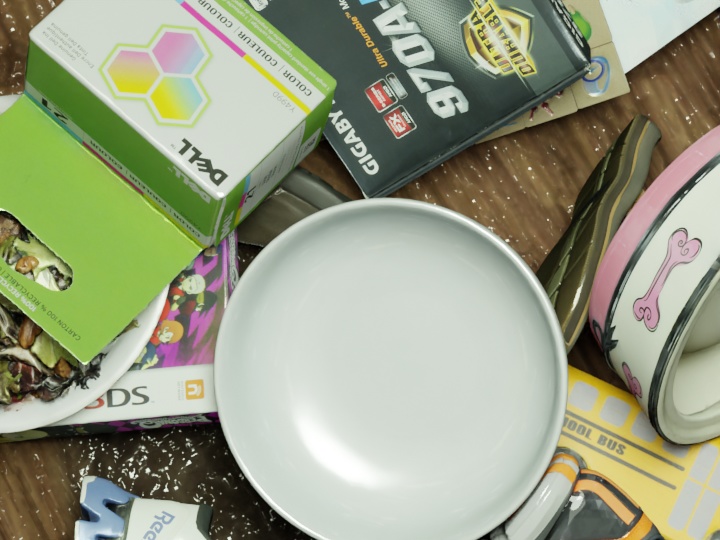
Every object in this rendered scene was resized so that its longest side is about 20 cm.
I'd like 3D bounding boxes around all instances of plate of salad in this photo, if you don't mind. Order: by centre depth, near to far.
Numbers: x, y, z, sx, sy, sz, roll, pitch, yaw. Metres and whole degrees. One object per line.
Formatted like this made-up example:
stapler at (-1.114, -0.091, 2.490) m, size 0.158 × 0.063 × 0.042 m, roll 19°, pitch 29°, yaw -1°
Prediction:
plate of salad at (-0.205, -0.008, 1.446) m, size 0.199 × 0.048 × 0.201 m, roll -3°, pitch 75°, yaw 11°

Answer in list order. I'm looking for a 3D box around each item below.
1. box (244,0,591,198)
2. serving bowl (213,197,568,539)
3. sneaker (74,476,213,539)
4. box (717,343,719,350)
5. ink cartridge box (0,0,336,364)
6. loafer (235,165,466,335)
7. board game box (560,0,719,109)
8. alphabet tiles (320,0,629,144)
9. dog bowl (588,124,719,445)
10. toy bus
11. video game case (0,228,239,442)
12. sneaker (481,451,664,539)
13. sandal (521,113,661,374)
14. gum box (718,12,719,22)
box at (0.018, -0.163, 1.477) m, size 0.159 × 0.046 × 0.200 m, roll -30°, pitch 106°, yaw 15°
serving bowl at (0.022, 0.057, 1.412) m, size 0.199 × 0.066 × 0.201 m, roll 2°, pitch 97°, yaw 13°
sneaker at (-0.107, 0.214, 1.422) m, size 0.115 × 0.081 × 0.200 m, roll 2°, pitch 73°, yaw -1°
box at (0.285, 0.048, 1.512) m, size 0.136 × 0.038 × 0.201 m, roll -26°, pitch 78°, yaw -10°
ink cartridge box at (-0.133, -0.070, 1.407) m, size 0.148 × 0.076 × 0.200 m, roll 40°, pitch 65°, yaw 8°
loafer at (0.000, 0.000, 1.490) m, size 0.200 × 0.073 × 0.072 m, roll 31°, pitch 92°, yaw 22°
board game box at (0.152, -0.236, 1.530) m, size 0.199 × 0.043 × 0.200 m, roll -35°, pitch 105°, yaw -8°
alphabet tiles at (0.040, -0.150, 1.509) m, size 0.199 × 0.008 × 0.168 m, roll -18°, pitch 108°, yaw 12°
dog bowl at (0.210, -0.003, 1.409) m, size 0.200 × 0.200 × 0.074 m, roll -41°, pitch 60°, yaw -13°
toy bus at (0.157, 0.119, 1.472) m, size 0.199 × 0.065 × 0.079 m, roll 25°, pitch 73°, yaw 4°
video game case at (-0.161, -0.004, 1.480) m, size 0.180 × 0.036 × 0.201 m, roll -5°, pitch 75°, yaw 9°
sneaker at (0.097, 0.209, 1.417) m, size 0.112 × 0.078 × 0.200 m, roll 36°, pitch 106°, yaw -4°
sandal at (0.145, -0.012, 1.479) m, size 0.054 × 0.082 × 0.200 m, roll 34°, pitch 44°, yaw -6°
gum box at (0.272, -0.132, 1.480) m, size 0.066 × 0.200 × 0.114 m, roll -33°, pitch 84°, yaw 0°
